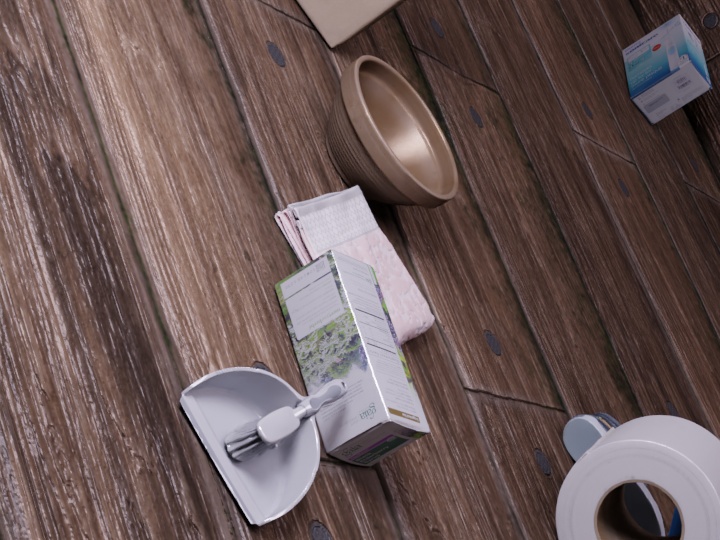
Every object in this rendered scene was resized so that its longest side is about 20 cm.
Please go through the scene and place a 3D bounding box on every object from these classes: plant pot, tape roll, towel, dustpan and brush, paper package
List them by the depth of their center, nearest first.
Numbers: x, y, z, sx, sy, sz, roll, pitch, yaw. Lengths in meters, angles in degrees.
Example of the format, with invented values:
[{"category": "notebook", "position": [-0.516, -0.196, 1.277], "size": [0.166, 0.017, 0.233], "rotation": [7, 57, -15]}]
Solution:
[{"category": "dustpan and brush", "position": [-0.069, 0.137, 1.556], "size": [0.140, 0.057, 0.200], "rotation": [59, 23, 3]}, {"category": "towel", "position": [0.000, 0.000, 1.897], "size": [0.192, 0.032, 0.200], "rotation": [60, 24, 3]}, {"category": "tape roll", "position": [0.344, 0.283, 2.015], "size": [0.203, 0.202, 0.139], "rotation": [60, 23, 4]}, {"category": "plant pot", "position": [0.024, -0.149, 2.048], "size": [0.201, 0.093, 0.201], "rotation": [44, 26, -28]}, {"category": "paper package", "position": [-0.003, -0.421, 2.191], "size": [0.191, 0.200, 0.103], "rotation": [54, 23, -7]}]

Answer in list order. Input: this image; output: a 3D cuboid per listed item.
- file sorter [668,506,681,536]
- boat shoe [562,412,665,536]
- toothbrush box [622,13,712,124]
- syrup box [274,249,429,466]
[{"category": "file sorter", "position": [0.473, 0.384, 2.158], "size": [0.201, 0.122, 0.139], "rotation": [-95, -174, -47]}, {"category": "boat shoe", "position": [0.339, 0.269, 2.181], "size": [0.091, 0.071, 0.201], "rotation": [-6, 64, -60]}, {"category": "toothbrush box", "position": [0.625, -0.412, 3.484], "size": [0.085, 0.146, 0.200], "rotation": [46, 27, -26]}, {"category": "syrup box", "position": [-0.009, 0.088, 1.710], "size": [0.081, 0.079, 0.201], "rotation": [23, 42, -54]}]
